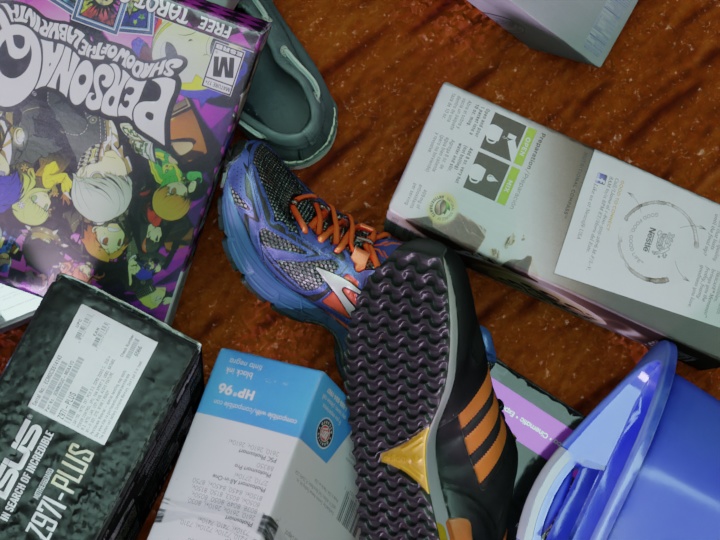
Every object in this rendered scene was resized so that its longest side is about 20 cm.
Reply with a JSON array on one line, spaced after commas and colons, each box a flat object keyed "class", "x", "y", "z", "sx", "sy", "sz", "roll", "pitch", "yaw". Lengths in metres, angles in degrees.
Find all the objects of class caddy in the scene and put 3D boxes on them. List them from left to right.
[{"class": "caddy", "x": 0.136, "y": 0.136, "z": 1.437, "sx": 0.104, "sy": 0.141, "sz": 0.201, "roll": 25, "pitch": 90, "yaw": -2}]

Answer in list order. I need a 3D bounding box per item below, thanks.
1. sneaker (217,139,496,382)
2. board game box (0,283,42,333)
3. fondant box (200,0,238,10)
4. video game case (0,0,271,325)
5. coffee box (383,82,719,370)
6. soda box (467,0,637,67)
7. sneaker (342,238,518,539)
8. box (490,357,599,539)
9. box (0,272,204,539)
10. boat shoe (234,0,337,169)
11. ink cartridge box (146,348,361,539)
[{"class": "sneaker", "x": 0.000, "y": 0.000, "z": 1.488, "sx": 0.078, "sy": 0.076, "sz": 0.200, "roll": -30, "pitch": 115, "yaw": 31}, {"class": "board game box", "x": -0.208, "y": -0.030, "z": 1.534, "sx": 0.199, "sy": 0.035, "sz": 0.127, "roll": -21, "pitch": 86, "yaw": -2}, {"class": "fondant box", "x": -0.046, "y": -0.248, "z": 1.470, "sx": 0.058, "sy": 0.144, "sz": 0.201, "roll": 29, "pitch": 66, "yaw": 3}, {"class": "video game case", "x": -0.169, "y": -0.080, "z": 1.476, "sx": 0.199, "sy": 0.036, "sz": 0.182, "roll": 20, "pitch": 106, "yaw": 0}, {"class": "coffee box", "x": 0.118, "y": -0.021, "z": 1.500, "sx": 0.199, "sy": 0.113, "sz": 0.080, "roll": 24, "pitch": 86, "yaw": 1}, {"class": "soda box", "x": 0.063, "y": -0.187, "z": 1.482, "sx": 0.200, "sy": 0.068, "sz": 0.064, "roll": 32, "pitch": 85, "yaw": -38}, {"class": "sneaker", "x": 0.045, "y": 0.077, "z": 1.460, "sx": 0.070, "sy": 0.090, "sz": 0.202, "roll": 10, "pitch": 106, "yaw": 39}, {"class": "box", "x": 0.079, "y": 0.170, "z": 1.525, "sx": 0.143, "sy": 0.036, "sz": 0.201, "roll": 33, "pitch": 85, "yaw": 2}, {"class": "box", "x": -0.163, "y": 0.122, "z": 1.444, "sx": 0.086, "sy": 0.164, "sz": 0.201, "roll": 26, "pitch": 77, "yaw": 4}, {"class": "boat shoe", "x": -0.082, "y": -0.145, "z": 1.530, "sx": 0.073, "sy": 0.062, "sz": 0.200, "roll": -37, "pitch": 86, "yaw": 0}, {"class": "ink cartridge box", "x": -0.061, "y": 0.158, "z": 1.457, "sx": 0.067, "sy": 0.116, "sz": 0.201, "roll": 12, "pitch": 71, "yaw": 26}]
